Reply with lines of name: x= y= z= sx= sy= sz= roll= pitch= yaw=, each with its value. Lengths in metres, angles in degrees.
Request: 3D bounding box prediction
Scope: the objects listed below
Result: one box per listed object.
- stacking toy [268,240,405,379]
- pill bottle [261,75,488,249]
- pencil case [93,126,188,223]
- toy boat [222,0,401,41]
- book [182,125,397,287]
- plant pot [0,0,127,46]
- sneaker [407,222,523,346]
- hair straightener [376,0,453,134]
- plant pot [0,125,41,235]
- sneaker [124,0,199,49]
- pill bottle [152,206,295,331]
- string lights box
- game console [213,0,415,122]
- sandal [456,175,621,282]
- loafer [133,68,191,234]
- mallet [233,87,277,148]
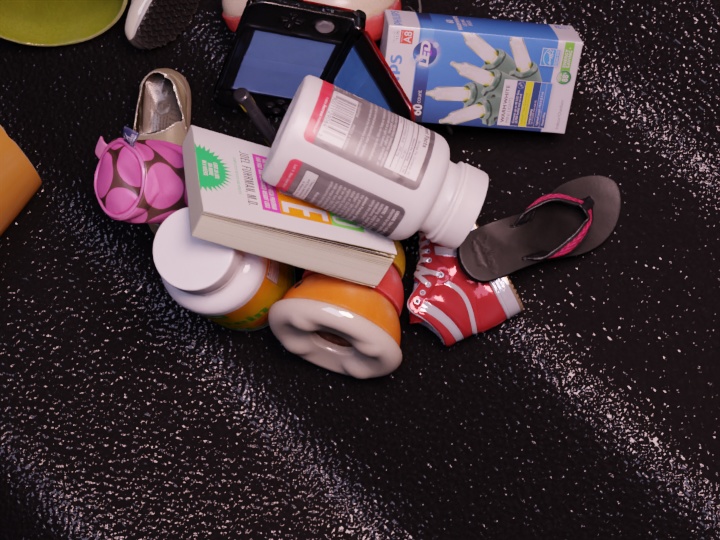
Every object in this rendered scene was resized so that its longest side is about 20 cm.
stacking toy: x=0.000 y=0.000 z=1.283 sx=0.146 sy=0.146 sz=0.200 roll=15 pitch=64 yaw=13
pill bottle: x=0.016 y=-0.096 z=1.159 sx=0.199 sy=0.111 sz=0.111 roll=24 pitch=85 yaw=-9
pencil case: x=-0.182 y=-0.097 z=1.284 sx=0.094 sy=0.200 sz=0.091 roll=45 pitch=116 yaw=32
toy boat: x=-0.047 y=-0.269 z=1.329 sx=0.199 sy=0.131 sz=0.131 roll=8 pitch=38 yaw=35
book: x=-0.073 y=-0.065 z=1.190 sx=0.048 sy=0.199 sz=0.134 roll=-57 pitch=32 yaw=35
plant pot: x=-0.362 y=-0.393 z=1.387 sx=0.186 sy=0.187 sz=0.201 roll=-12 pitch=62 yaw=8
sneaker: x=0.074 y=-0.017 z=1.281 sx=0.112 sy=0.071 sz=0.200 roll=-30 pitch=78 yaw=0
hair straightener: x=0.062 y=-0.236 z=1.344 sx=0.077 sy=0.041 sz=0.201 roll=-23 pitch=72 yaw=6
plant pot: x=-0.463 y=-0.087 z=1.341 sx=0.183 sy=0.200 sz=0.200 roll=-43 pitch=75 yaw=-15
sneaker: x=-0.230 y=-0.351 z=1.407 sx=0.093 sy=0.070 sz=0.200 roll=24 pitch=87 yaw=31
pill bottle: x=-0.141 y=-0.004 z=1.251 sx=0.111 sy=0.200 sz=0.112 roll=-2 pitch=80 yaw=10
string lights box: x=0.119 y=-0.206 z=1.262 sx=0.199 sy=0.059 sz=0.103 roll=3 pitch=118 yaw=-6
game console: x=-0.054 y=-0.171 z=1.254 sx=0.172 sy=0.200 sz=0.119 roll=7 pitch=65 yaw=-16
sandal: x=0.192 y=-0.043 z=1.245 sx=0.200 sy=0.045 sz=0.075 roll=-24 pitch=82 yaw=-21
loafer: x=-0.223 y=-0.134 z=1.357 sx=0.075 sy=0.068 sz=0.201 roll=-9 pitch=79 yaw=9
mallet: x=-0.086 y=-0.125 z=1.268 sx=0.041 sy=0.200 sz=0.066 roll=-42 pitch=44 yaw=-6
